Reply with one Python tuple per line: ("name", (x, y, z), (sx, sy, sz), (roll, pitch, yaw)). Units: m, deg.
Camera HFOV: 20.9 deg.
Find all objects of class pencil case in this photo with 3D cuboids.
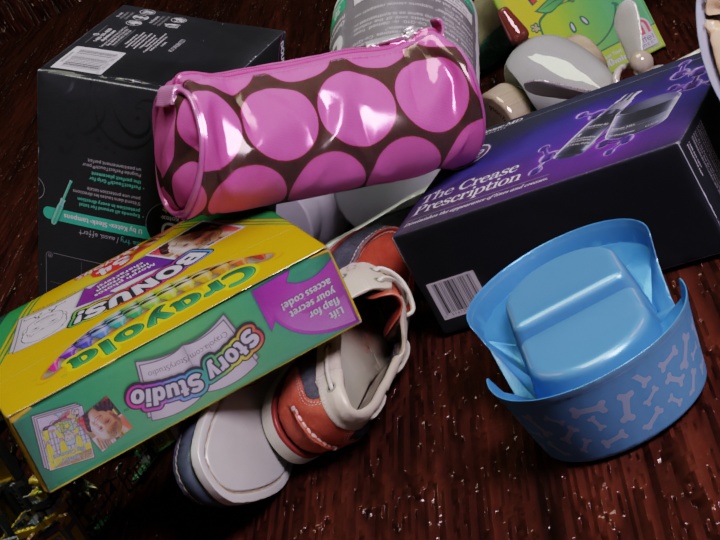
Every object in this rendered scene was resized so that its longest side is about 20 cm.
("pencil case", (-0.028, -0.093, 1.190), (0.200, 0.094, 0.091), (-14, 17, -23))

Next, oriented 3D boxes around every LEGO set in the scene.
("LEGO set", (-0.216, 0.110, 1.238), (0.154, 0.116, 0.200), (-15, 24, 38))

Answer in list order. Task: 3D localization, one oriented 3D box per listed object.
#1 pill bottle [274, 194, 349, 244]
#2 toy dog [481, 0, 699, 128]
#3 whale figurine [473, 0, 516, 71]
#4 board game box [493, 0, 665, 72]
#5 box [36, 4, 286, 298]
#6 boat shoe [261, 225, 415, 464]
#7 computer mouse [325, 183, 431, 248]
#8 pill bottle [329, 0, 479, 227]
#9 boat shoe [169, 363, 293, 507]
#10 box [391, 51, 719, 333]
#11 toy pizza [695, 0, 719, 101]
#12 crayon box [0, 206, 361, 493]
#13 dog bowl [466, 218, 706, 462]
("pill bottle", (-0.050, -0.076, 1.484), (0.113, 0.113, 0.200), (-21, 21, 26))
("toy dog", (0.156, -0.148, 1.387), (0.200, 0.096, 0.132), (-10, 27, 46))
("whale figurine", (0.160, -0.232, 1.641), (0.200, 0.104, 0.159), (-48, 8, 33))
("board game box", (0.140, -0.237, 1.477), (0.101, 0.200, 0.048), (-27, 19, 10))
("box", (-0.134, -0.056, 1.317), (0.124, 0.200, 0.149), (10, 27, 14))
("boat shoe", (0.001, 0.034, 1.175), (0.063, 0.071, 0.200), (-35, 18, 37))
("computer mouse", (0.000, 0.000, 1.294), (0.200, 0.044, 0.110), (-29, -15, -7))
("pill bottle", (0.031, -0.123, 1.418), (0.113, 0.113, 0.200), (-22, 39, 22))
("boat shoe", (-0.078, 0.088, 1.159), (0.062, 0.075, 0.200), (-22, 19, 19))
("box", (0.138, -0.050, 1.193), (0.200, 0.079, 0.141), (-18, 19, 33))
("toy pizza", (0.274, -0.136, 1.017), (0.200, 0.200, 0.032), (-23, 3, 19))
("crayon box", (-0.122, 0.035, 1.143), (0.200, 0.058, 0.173), (-29, 19, -12))
("dog bowl", (0.121, 0.036, 1.032), (0.111, 0.050, 0.200), (-28, 19, 6))
